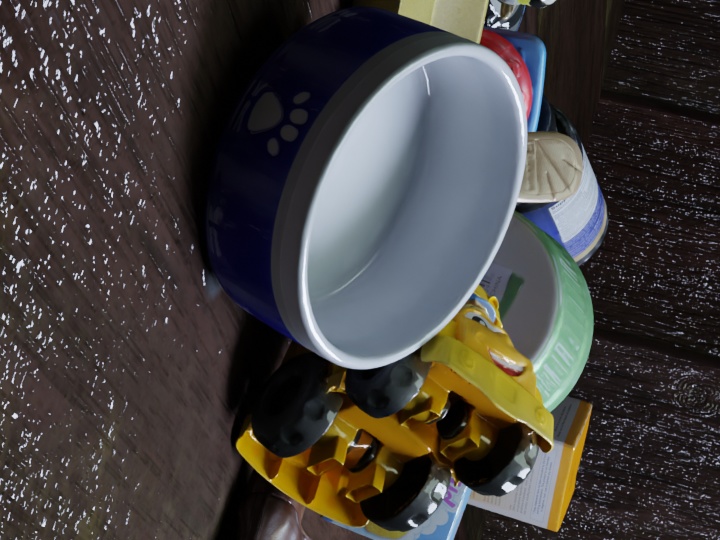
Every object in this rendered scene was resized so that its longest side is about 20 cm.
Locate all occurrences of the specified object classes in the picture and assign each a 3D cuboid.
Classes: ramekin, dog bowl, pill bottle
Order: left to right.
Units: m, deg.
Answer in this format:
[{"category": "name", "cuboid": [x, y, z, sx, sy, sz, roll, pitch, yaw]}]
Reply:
[{"category": "dog bowl", "cuboid": [0.006, -0.048, 1.001, 0.200, 0.079, 0.200, -32, 135, -38]}, {"category": "ramekin", "cuboid": [0.091, 0.036, 1.452, 0.098, 0.200, 0.200, 47, 57, -69]}, {"category": "pill bottle", "cuboid": [0.153, -0.085, 1.564, 0.200, 0.112, 0.112, 54, 49, -57]}]

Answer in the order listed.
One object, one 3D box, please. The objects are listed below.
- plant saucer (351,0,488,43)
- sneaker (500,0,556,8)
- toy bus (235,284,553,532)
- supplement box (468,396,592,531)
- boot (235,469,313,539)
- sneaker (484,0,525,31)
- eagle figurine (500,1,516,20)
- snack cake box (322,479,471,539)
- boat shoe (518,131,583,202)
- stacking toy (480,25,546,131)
[{"category": "plant saucer", "cuboid": [0.049, -0.233, 1.233, 0.200, 0.048, 0.200, -18, 122, -68]}, {"category": "sneaker", "cuboid": [0.112, -0.259, 1.075, 0.075, 0.076, 0.200, -27, 136, -32]}, {"category": "toy bus", "cuboid": [0.035, 0.058, 1.164, 0.200, 0.136, 0.192, -26, -144, 40]}, {"category": "supplement box", "cuboid": [0.122, 0.170, 1.739, 0.074, 0.200, 0.126, -59, 161, -47]}, {"category": "boot", "cuboid": [-0.077, 0.266, 1.203, 0.187, 0.064, 0.200, 71, 28, -46]}, {"category": "sneaker", "cuboid": [0.103, -0.197, 1.539, 0.083, 0.071, 0.200, -74, 174, -47]}, {"category": "eagle figurine", "cuboid": [0.194, -0.269, 1.214, 0.151, 0.200, 0.152, -29, 110, -54]}, {"category": "snack cake box", "cuboid": [0.057, 0.148, 1.548, 0.067, 0.115, 0.200, 6, 104, -79]}, {"category": "boat shoe", "cuboid": [0.074, -0.080, 1.318, 0.065, 0.200, 0.072, -6, -95, 63]}, {"category": "stacking toy", "cuboid": [0.063, -0.137, 1.377, 0.200, 0.116, 0.110, -23, 123, -63]}]
